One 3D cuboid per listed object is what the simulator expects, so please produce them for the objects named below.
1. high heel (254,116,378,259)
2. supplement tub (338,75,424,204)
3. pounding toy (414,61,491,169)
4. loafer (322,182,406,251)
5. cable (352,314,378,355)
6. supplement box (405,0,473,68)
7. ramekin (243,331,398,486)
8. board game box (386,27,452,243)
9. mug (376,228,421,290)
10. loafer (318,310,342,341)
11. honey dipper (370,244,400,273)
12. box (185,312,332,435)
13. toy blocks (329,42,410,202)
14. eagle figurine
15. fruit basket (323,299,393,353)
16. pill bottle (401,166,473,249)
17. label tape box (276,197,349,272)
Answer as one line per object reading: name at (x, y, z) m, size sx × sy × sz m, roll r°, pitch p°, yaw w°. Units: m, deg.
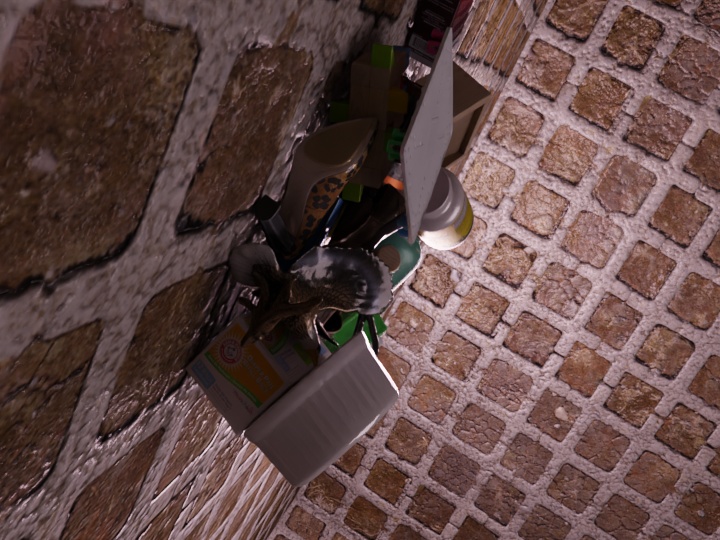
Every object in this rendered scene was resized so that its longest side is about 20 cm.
high heel at (-0.048, -0.102, 0.880) m, size 0.200 × 0.071 × 0.143 m, roll -43°, pitch 161°, yaw -11°
supplement tub at (0.039, -0.186, 1.042) m, size 0.203 × 0.105 × 0.107 m, roll -63°, pitch 171°, yaw 14°
pounding toy at (0.128, -0.273, 1.263) m, size 0.199 × 0.142 × 0.186 m, roll -35°, pitch 159°, yaw -30°
loafer at (-0.005, -0.061, 0.957) m, size 0.072 × 0.072 × 0.199 m, roll -25°, pitch -171°, yaw 46°
cable at (0.005, 0.054, 1.111) m, size 0.095 × 0.204 × 0.050 m, roll -13°, pitch 164°, yaw -10°
supplement box at (0.136, -0.417, 1.027) m, size 0.109 × 0.060 × 0.202 m, roll -53°, pitch 169°, yaw -46°
ramekin at (-0.044, 0.179, 0.882) m, size 0.200 × 0.098 × 0.201 m, roll -40°, pitch 175°, yaw -4°
board game box at (0.082, -0.172, 0.902) m, size 0.201 × 0.025 × 0.203 m, roll 76°, pitch 32°, yaw -60°
mug at (0.040, -0.046, 1.242) m, size 0.114 × 0.152 × 0.185 m, roll -42°, pitch -171°, yaw 9°
loafer at (-0.052, 0.071, 1.050) m, size 0.072 × 0.062 × 0.202 m, roll -50°, pitch 167°, yaw -36°
honey dipper at (0.000, 0.000, 0.990) m, size 0.038 × 0.038 × 0.199 m, roll -57°, pitch -167°, yaw -20°
box at (-0.130, 0.122, 0.938) m, size 0.101 × 0.113 × 0.200 m, roll -42°, pitch 176°, yaw 12°
toy blocks at (0.025, -0.210, 0.922) m, size 0.137 × 0.097 × 0.204 m, roll -61°, pitch 159°, yaw -58°
eagle figurine at (-0.066, 0.041, 0.854) m, size 0.199 × 0.149 × 0.155 m, roll -21°, pitch 124°, yaw -61°
fruit basket at (-0.041, 0.132, 1.238) m, size 0.184 × 0.094 × 0.200 m, roll -37°, pitch 177°, yaw -35°
pill bottle at (0.131, -0.112, 1.200) m, size 0.114 × 0.111 × 0.200 m, roll -60°, pitch 159°, yaw -2°
label tape box at (-0.068, -0.041, 1.016) m, size 0.146 × 0.062 × 0.200 m, roll -61°, pitch 169°, yaw 1°
